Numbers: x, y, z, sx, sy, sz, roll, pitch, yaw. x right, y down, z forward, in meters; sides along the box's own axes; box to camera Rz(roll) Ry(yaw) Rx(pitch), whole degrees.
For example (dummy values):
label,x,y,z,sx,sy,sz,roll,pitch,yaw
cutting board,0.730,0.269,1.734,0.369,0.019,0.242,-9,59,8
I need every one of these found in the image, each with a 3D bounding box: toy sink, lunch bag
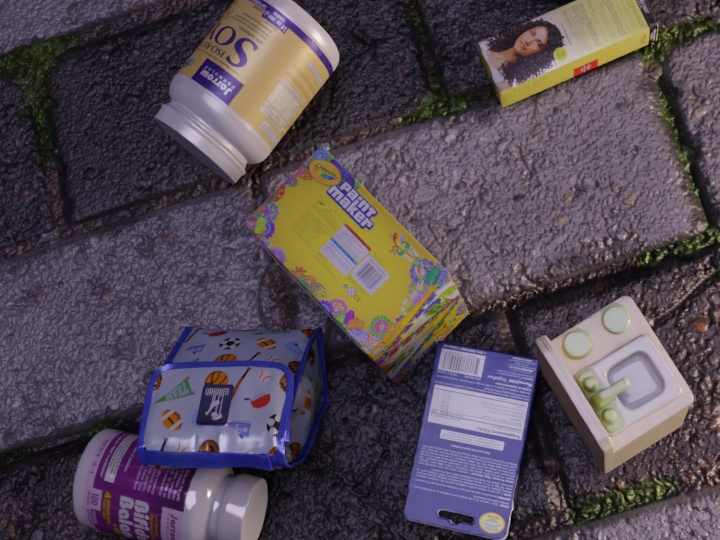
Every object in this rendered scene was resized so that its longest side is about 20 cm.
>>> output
label,x,y,z,sx,sy,sz,roll,pitch,yaw
toy sink,0.262,0.115,1.342,0.111,0.200,0.131,-32,71,2
lunch bag,-0.134,0.144,1.404,0.168,0.200,0.125,-1,117,13

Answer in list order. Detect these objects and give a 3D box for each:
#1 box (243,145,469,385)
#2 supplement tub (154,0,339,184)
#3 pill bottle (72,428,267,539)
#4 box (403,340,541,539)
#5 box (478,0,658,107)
label,x,y,z,sx,sy,sz,roll,pitch,yaw
box,0.000,0.000,1.428,0.122,0.193,0.200,-44,72,-3
supplement tub,-0.135,-0.219,1.537,0.145,0.145,0.201,36,84,17
pill bottle,-0.208,0.250,1.445,0.197,0.112,0.114,11,77,14
box,0.124,0.187,1.438,0.120,0.032,0.203,10,76,14
box,0.243,-0.267,1.526,0.198,0.050,0.076,-24,72,3
